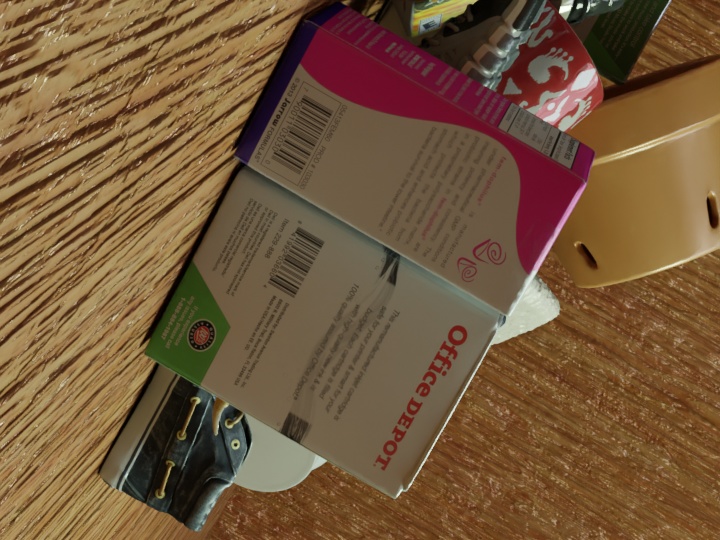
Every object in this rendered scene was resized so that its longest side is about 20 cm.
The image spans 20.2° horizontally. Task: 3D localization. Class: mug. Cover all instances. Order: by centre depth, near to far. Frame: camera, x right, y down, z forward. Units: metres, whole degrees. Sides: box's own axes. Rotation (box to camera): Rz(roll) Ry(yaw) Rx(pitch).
[{"bbox_3d":[0.054,-0.122,1.472,0.199,0.178,0.134,-36,153,-6],"label":"mug"}]

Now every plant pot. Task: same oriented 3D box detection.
[{"bbox_3d":[0.213,-0.074,1.602,0.199,0.141,0.200,-18,-174,2],"label":"plant pot"}]

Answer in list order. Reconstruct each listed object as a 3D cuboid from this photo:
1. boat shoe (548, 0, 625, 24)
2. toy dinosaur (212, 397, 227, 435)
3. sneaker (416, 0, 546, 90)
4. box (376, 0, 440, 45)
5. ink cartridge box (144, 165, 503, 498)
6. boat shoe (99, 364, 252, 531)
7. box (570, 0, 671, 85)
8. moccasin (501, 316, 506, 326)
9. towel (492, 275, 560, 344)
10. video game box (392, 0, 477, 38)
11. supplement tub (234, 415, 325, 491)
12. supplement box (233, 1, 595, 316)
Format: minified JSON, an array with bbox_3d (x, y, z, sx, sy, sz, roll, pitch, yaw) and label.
[{"bbox_3d":[0.137,-0.262,1.524,0.074,0.063,0.202,103,-30,-46],"label":"boat shoe"},{"bbox_3d":[-0.053,0.037,1.425,0.199,0.102,0.058,-31,170,20],"label":"toy dinosaur"},{"bbox_3d":[0.035,-0.145,1.349,0.201,0.115,0.075,-56,174,9],"label":"sneaker"},{"bbox_3d":[0.069,-0.164,1.722,0.109,0.127,0.200,-58,176,-17],"label":"box"},{"bbox_3d":[-0.021,0.036,1.358,0.147,0.199,0.084,-60,179,15],"label":"ink cartridge box"},{"bbox_3d":[-0.109,0.093,1.509,0.201,0.090,0.071,-61,178,11],"label":"boat shoe"},{"bbox_3d":[0.158,-0.258,1.602,0.145,0.199,0.036,-59,177,3],"label":"box"},{"bbox_3d":[0.022,0.065,1.579,0.199,0.068,0.081,-26,-154,21],"label":"moccasin"},{"bbox_3d":[0.056,0.039,1.664,0.199,0.035,0.133,-22,149,15],"label":"towel"},{"bbox_3d":[0.120,-0.239,1.354,0.199,0.047,0.182,-20,162,-6],"label":"video game box"},{"bbox_3d":[-0.064,0.096,1.859,0.145,0.144,0.200,-61,178,35],"label":"supplement tub"},{"bbox_3d":[0.038,-0.073,1.276,0.102,0.199,0.103,-60,177,18],"label":"supplement box"}]
